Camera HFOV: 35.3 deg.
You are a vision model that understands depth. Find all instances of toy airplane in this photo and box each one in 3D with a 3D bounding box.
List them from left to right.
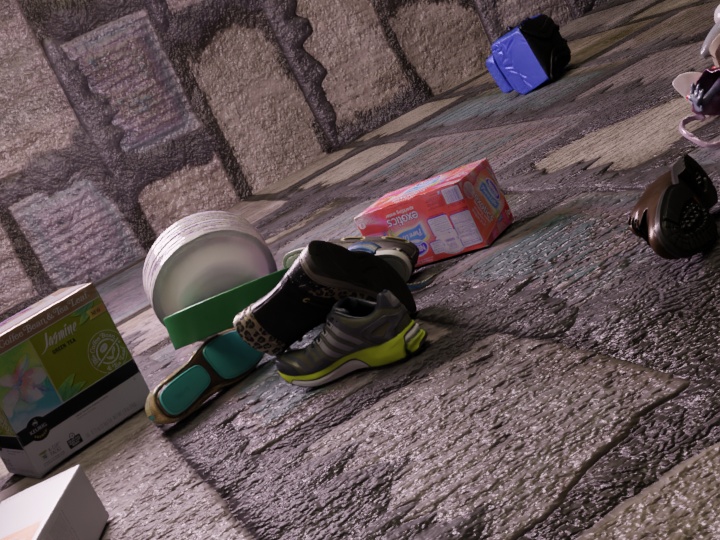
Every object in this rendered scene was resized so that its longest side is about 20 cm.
[{"bbox_3d":[0.532,-0.311,1.603,0.198,0.142,0.200,-18,-10,-19],"label":"toy airplane"}]

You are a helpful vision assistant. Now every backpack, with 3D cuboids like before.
[{"bbox_3d":[0.412,-0.536,2.783,0.167,0.163,0.200,-20,14,41],"label":"backpack"}]

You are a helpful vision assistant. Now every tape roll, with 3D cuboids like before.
[{"bbox_3d":[-0.173,0.051,1.572,0.199,0.049,0.200,-22,1,0],"label":"tape roll"}]

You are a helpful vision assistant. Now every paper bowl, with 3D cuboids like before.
[{"bbox_3d":[-0.222,0.020,1.714,0.199,0.202,0.105,-28,42,-7],"label":"paper bowl"}]

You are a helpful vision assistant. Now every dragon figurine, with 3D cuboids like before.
[{"bbox_3d":[0.000,0.000,1.525,0.199,0.100,0.059,-10,19,36],"label":"dragon figurine"}]

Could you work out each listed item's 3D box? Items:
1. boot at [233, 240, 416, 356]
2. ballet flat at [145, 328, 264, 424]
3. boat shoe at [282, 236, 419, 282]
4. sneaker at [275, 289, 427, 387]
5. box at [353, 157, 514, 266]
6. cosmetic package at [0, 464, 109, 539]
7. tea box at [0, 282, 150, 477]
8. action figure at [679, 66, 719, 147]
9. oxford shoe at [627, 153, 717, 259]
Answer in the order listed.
[{"bbox_3d":[-0.041,0.045,1.375,0.153,0.074,0.203,-39,-36,25],"label":"boot"},{"bbox_3d":[-0.207,0.139,1.493,0.070,0.071,0.200,-14,17,46],"label":"ballet flat"},{"bbox_3d":[-0.013,-0.013,1.613,0.199,0.072,0.061,2,32,24],"label":"boat shoe"},{"bbox_3d":[-0.020,0.074,1.304,0.199,0.081,0.074,-20,13,29],"label":"sneaker"},{"bbox_3d":[0.105,-0.074,1.622,0.199,0.103,0.095,-18,14,41],"label":"box"},{"bbox_3d":[-0.325,0.278,1.122,0.101,0.072,0.200,-26,11,4],"label":"cosmetic package"},{"bbox_3d":[-0.437,0.152,1.595,0.199,0.198,0.133,-35,14,-33],"label":"tea box"},{"bbox_3d":[0.533,-0.231,1.458,0.199,0.150,0.134,-16,45,-28],"label":"action figure"},{"bbox_3d":[0.318,-0.049,1.169,0.084,0.073,0.200,-39,3,29],"label":"oxford shoe"}]
